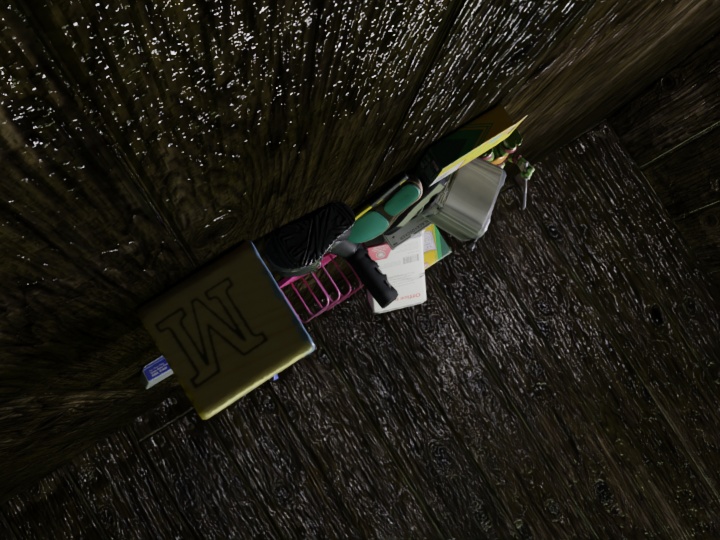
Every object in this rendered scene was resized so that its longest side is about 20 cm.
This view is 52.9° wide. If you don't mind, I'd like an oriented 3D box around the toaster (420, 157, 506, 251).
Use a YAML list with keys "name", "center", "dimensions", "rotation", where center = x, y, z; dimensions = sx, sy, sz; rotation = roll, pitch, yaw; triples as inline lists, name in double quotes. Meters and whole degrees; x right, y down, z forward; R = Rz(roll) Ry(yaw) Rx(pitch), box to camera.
- name: "toaster"
  center: [0.208, -0.153, 1.516]
  dimensions: [0.202, 0.128, 0.114]
  rotation: [-68, -164, -11]

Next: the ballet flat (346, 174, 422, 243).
- name: "ballet flat"
  center: [0.049, -0.127, 1.479]
  dimensions: [0.199, 0.068, 0.068]
  rotation: [-33, -153, 25]

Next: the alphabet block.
- name: "alphabet block"
  center: [-0.204, 0.097, 1.153]
  dimensions: [0.199, 0.197, 0.195]
  rotation: [-32, 175, -8]

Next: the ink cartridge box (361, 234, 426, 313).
- name: "ink cartridge box"
  center: [0.084, -0.006, 1.822]
  dimensions: [0.144, 0.202, 0.085]
  rotation: [-12, -147, -8]

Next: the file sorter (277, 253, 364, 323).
- name: "file sorter"
  center: [-0.090, 0.030, 1.857]
  dimensions: [0.139, 0.126, 0.199]
  rotation: [-36, 175, 40]

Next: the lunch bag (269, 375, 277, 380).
- name: "lunch bag"
  center: [-0.230, 0.144, 1.525]
  dimensions: [0.150, 0.201, 0.094]
  rotation: [-33, 176, 21]

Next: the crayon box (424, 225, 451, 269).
- name: "crayon box"
  center: [0.122, -0.070, 1.997]
  dimensions: [0.199, 0.173, 0.058]
  rotation: [-32, 180, -17]

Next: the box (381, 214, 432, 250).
- name: "box"
  center: [0.101, -0.120, 1.658]
  dimensions: [0.116, 0.060, 0.200]
  rotation: [-33, -169, 9]

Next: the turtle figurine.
- name: "turtle figurine"
  center: [0.314, -0.225, 1.626]
  dimensions: [0.194, 0.143, 0.202]
  rotation: [54, 55, -71]

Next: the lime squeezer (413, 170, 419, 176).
- name: "lime squeezer"
  center: [0.092, -0.170, 1.581]
  dimensions: [0.200, 0.037, 0.071]
  rotation: [88, 28, -86]

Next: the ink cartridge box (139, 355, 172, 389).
- name: "ink cartridge box"
  center: [-0.471, 0.229, 1.869]
  dimensions: [0.195, 0.044, 0.200]
  rotation: [-31, 178, -24]

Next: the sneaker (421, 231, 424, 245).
- name: "sneaker"
  center: [0.124, -0.114, 1.858]
  dimensions: [0.075, 0.088, 0.202]
  rotation: [-59, 158, -61]

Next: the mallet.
- name: "mallet"
  center: [0.016, -0.125, 1.434]
  dimensions: [0.199, 0.041, 0.066]
  rotation: [-38, 176, 9]

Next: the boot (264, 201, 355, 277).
- name: "boot"
  center: [-0.110, -0.027, 1.253]
  dimensions: [0.200, 0.077, 0.168]
  rotation: [-38, 177, -39]

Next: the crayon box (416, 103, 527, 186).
- name: "crayon box"
  center: [0.210, -0.244, 1.379]
  dimensions: [0.199, 0.051, 0.127]
  rotation: [-32, 176, -10]

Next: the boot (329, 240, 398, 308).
- name: "boot"
  center: [0.000, 0.000, 1.619]
  dimensions: [0.065, 0.201, 0.165]
  rotation: [-34, 177, 22]

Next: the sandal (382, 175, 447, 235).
- name: "sandal"
  center: [0.106, -0.134, 1.493]
  dimensions: [0.200, 0.077, 0.043]
  rotation: [-36, 138, 30]
